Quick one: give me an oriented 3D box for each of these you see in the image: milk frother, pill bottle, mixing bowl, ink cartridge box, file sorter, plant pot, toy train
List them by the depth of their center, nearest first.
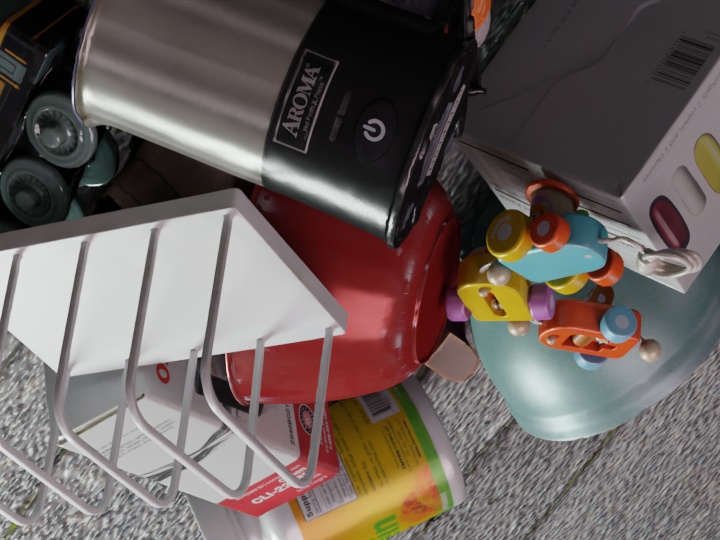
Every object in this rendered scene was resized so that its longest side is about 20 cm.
[{"bbox_3d":[-0.029,-0.119,1.091,0.200,0.187,0.182,71,43,-79],"label":"milk frother"},{"bbox_3d":[-0.129,0.057,1.118,0.198,0.125,0.139,-10,146,24],"label":"file sorter"},{"bbox_3d":[-0.202,-0.078,1.164,0.085,0.114,0.201,-48,172,-51],"label":"toy train"},{"bbox_3d":[0.134,0.000,1.236,0.149,0.056,0.200,9,157,-6],"label":"toy train"},{"bbox_3d":[0.000,0.000,1.262,0.107,0.201,0.201,13,140,13],"label":"mixing bowl"},{"bbox_3d":[-0.115,0.064,1.328,0.083,0.145,0.199,-30,145,28],"label":"ink cartridge box"},{"bbox_3d":[0.154,0.001,1.427,0.200,0.201,0.134,-36,114,9],"label":"plant pot"},{"bbox_3d":[-0.029,0.168,1.535,0.199,0.111,0.111,-24,141,-7],"label":"pill bottle"}]

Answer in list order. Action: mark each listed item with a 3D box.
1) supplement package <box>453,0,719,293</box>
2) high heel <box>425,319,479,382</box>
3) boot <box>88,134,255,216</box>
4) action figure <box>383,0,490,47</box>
[{"bbox_3d":[0.184,-0.116,1.260,0.201,0.155,0.111,-54,137,-10],"label":"supplement package"},{"bbox_3d":[0.004,0.004,1.442,0.067,0.096,0.200,-41,119,4],"label":"high heel"},{"bbox_3d":[-0.112,-0.046,1.218,0.146,0.070,0.200,-46,167,-27],"label":"boot"},{"bbox_3d":[0.000,-0.175,1.185,0.193,0.105,0.200,32,106,-35],"label":"action figure"}]
